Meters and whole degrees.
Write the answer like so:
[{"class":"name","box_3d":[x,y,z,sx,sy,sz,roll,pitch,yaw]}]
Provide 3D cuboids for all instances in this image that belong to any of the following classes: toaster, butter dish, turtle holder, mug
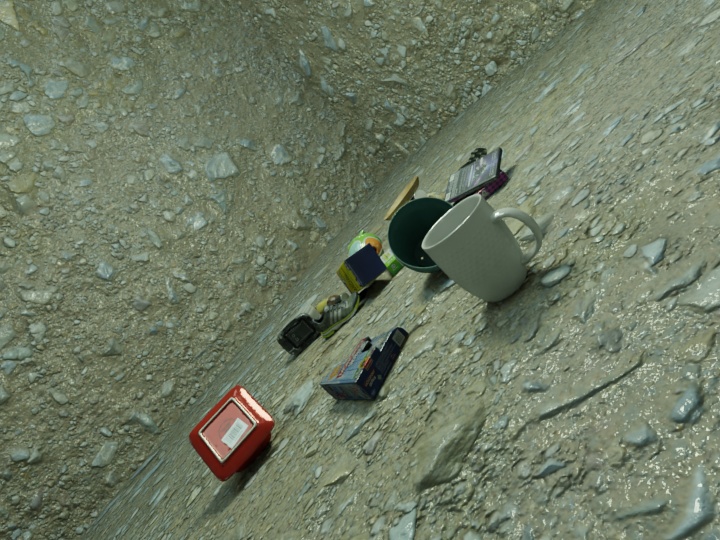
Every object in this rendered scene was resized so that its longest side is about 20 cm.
[{"class":"toaster","box_3d":[-0.218,0.214,1.927,0.200,0.114,0.129,-44,8,14]},{"class":"butter dish","box_3d":[-0.328,0.456,1.393,0.199,0.148,0.200,31,70,37]},{"class":"turtle holder","box_3d":[0.008,-0.051,1.989,0.185,0.141,0.132,-33,31,15]},{"class":"mug","box_3d":[0.244,-0.042,0.960,0.199,0.175,0.148,-34,15,42]}]

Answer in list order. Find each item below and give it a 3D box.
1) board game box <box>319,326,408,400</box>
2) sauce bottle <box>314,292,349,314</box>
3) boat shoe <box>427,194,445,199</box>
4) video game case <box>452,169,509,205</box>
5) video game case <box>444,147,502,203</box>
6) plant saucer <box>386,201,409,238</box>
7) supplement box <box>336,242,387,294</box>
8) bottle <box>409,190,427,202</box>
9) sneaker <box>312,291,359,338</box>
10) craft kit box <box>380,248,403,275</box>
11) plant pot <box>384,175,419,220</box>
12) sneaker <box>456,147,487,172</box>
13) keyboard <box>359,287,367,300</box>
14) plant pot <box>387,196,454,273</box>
[{"class":"board game box","box_3d":[-0.003,0.227,1.202,0.199,0.062,0.201,-33,17,47]},{"class":"sauce bottle","box_3d":[-0.105,0.130,1.944,0.199,0.065,0.065,-28,20,53]},{"class":"boat shoe","box_3d":[0.274,-0.242,1.910,0.064,0.072,0.200,-11,0,-6]},{"class":"video game case","box_3d":[0.370,-0.251,1.631,0.200,0.036,0.182,-42,11,15]},{"class":"video game case","box_3d":[0.354,-0.296,1.611,0.199,0.019,0.144,-24,35,41]},{"class":"plant saucer","box_3d":[0.149,-0.183,1.988,0.201,0.036,0.200,-62,-9,-17]},{"class":"supplement box","box_3d":[0.000,0.000,1.766,0.109,0.109,0.200,-35,-4,-16]},{"class":"bottle","box_3d":[0.208,-0.225,1.878,0.200,0.065,0.084,94,-161,-69]},{"class":"sneaker","box_3d":[-0.082,0.142,1.737,0.200,0.081,0.074,-46,21,8]},{"class":"craft kit box","box_3d":[0.159,-0.082,1.788,0.198,0.048,0.200,-48,10,3]},{"class":"plant pot","box_3d":[0.156,-0.260,1.875,0.201,0.027,0.200,-52,6,8]},{"class":"sneaker","box_3d":[0.392,-0.336,1.765,0.073,0.089,0.200,15,48,32]},{"class":"keyboard","box_3d":[-0.060,0.131,1.830,0.200,0.040,0.104,-43,10,17]},{"class":"plant pot","box_3d":[0.182,-0.076,1.368,0.200,0.200,0.135,-46,-26,-4]}]
